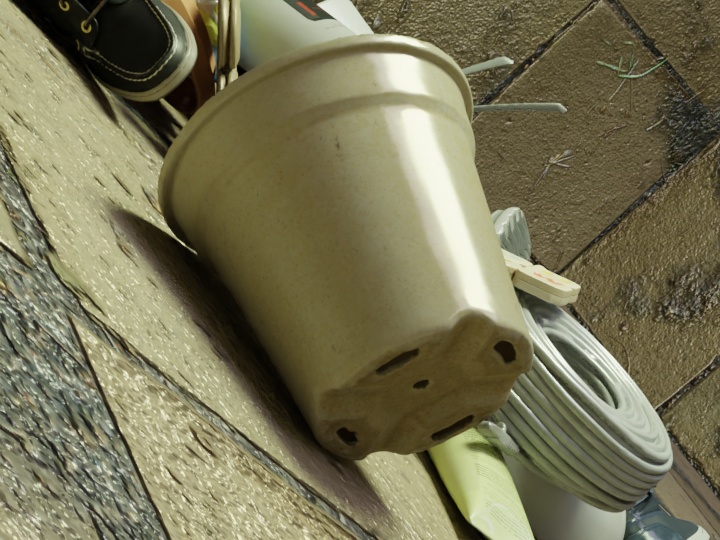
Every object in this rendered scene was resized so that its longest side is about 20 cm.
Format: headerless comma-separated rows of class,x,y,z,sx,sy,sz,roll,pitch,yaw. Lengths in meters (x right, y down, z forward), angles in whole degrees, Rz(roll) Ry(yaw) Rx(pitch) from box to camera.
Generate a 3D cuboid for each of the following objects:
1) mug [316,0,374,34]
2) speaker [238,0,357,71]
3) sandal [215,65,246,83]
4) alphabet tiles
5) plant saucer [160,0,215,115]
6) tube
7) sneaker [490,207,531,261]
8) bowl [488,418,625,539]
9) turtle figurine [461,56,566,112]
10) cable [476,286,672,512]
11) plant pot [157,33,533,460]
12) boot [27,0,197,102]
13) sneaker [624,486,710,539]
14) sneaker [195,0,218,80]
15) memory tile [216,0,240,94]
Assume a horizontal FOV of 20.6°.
mug,-0.034,-0.140,1.854,0.176,0.148,0.200,56,28,7
speaker,-0.077,-0.200,1.634,0.200,0.081,0.081,40,1,34
sandal,-0.113,-0.196,1.766,0.080,0.057,0.201,32,-7,-36
alphabet tiles,0.066,-0.023,1.461,0.200,0.015,0.196,25,7,13
plant saucer,-0.166,-0.209,1.494,0.200,0.032,0.200,52,-15,20
tube,0.075,0.134,1.355,0.200,0.058,0.052,-115,-154,-59
sneaker,0.078,0.009,1.697,0.200,0.082,0.075,-38,116,-57
bowl,0.137,0.142,1.590,0.200,0.075,0.200,47,8,-10
turtle figurine,0.044,-0.156,1.749,0.194,0.200,0.144,27,36,-22
cable,0.141,0.085,1.437,0.200,0.069,0.200,37,17,-28
plant pot,0.004,0.000,1.143,0.200,0.200,0.184,39,23,-55
boot,-0.204,-0.204,1.345,0.200,0.073,0.151,49,4,41
sneaker,0.255,0.223,1.865,0.146,0.077,0.202,52,8,9
sneaker,-0.179,-0.209,1.632,0.200,0.076,0.105,30,-51,41
memory tile,-0.099,-0.137,1.470,0.200,0.017,0.154,-106,-162,-73
